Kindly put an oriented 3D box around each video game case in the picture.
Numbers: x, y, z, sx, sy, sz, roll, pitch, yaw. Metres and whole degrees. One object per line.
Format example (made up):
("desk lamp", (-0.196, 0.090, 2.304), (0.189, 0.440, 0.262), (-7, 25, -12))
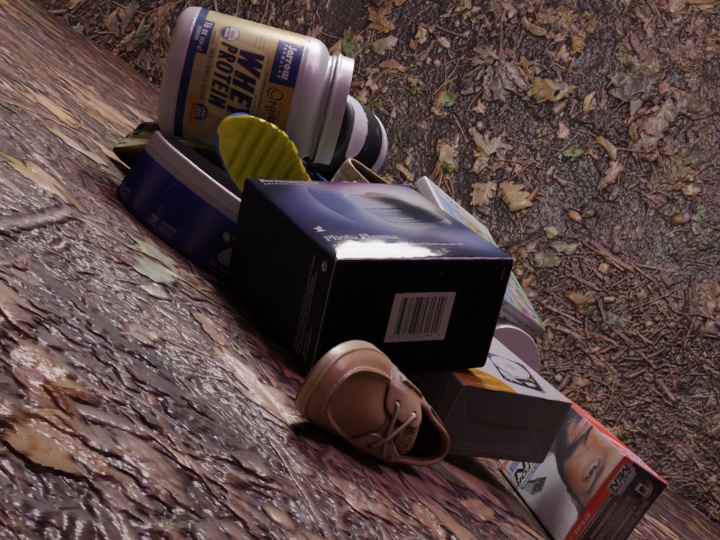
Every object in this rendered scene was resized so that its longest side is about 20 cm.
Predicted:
("video game case", (0.161, -0.018, 1.381), (0.182, 0.022, 0.201), (33, 26, -48))

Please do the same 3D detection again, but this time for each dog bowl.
("dog bowl", (-0.160, -0.061, 1.114), (0.199, 0.079, 0.200), (36, 4, -3))

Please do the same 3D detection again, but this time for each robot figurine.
("robot figurine", (-0.041, -0.194, 1.489), (0.124, 0.152, 0.200), (22, 2, 26))

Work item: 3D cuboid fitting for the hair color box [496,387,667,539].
("hair color box", (0.223, 0.211, 1.071), (0.064, 0.111, 0.200), (34, 4, -17))

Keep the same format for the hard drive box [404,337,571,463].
("hard drive box", (0.095, 0.111, 1.079), (0.155, 0.077, 0.200), (13, 17, -36))

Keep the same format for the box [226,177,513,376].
("box", (0.003, 0.000, 0.991), (0.198, 0.124, 0.198), (-1, 24, -32))

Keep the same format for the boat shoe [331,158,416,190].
("boat shoe", (0.052, -0.081, 1.372), (0.199, 0.065, 0.072), (29, 27, -14))

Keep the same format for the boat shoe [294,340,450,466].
("boat shoe", (0.019, 0.107, 0.778), (0.064, 0.072, 0.200), (37, 2, 29))

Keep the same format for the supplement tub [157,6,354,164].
("supplement tub", (-0.116, -0.202, 1.153), (0.198, 0.146, 0.144), (13, 7, -6))

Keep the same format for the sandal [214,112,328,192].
("sandal", (-0.082, -0.093, 1.112), (0.200, 0.080, 0.087), (44, -4, -27))

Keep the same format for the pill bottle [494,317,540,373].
("pill bottle", (0.162, 0.117, 1.379), (0.115, 0.116, 0.200), (36, -6, -10))

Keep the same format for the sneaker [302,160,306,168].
("sneaker", (-0.135, -0.117, 1.256), (0.082, 0.074, 0.199), (33, -12, -29))

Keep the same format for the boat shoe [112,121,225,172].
("boat shoe", (-0.225, -0.158, 1.258), (0.199, 0.065, 0.073), (8, -25, 37))
